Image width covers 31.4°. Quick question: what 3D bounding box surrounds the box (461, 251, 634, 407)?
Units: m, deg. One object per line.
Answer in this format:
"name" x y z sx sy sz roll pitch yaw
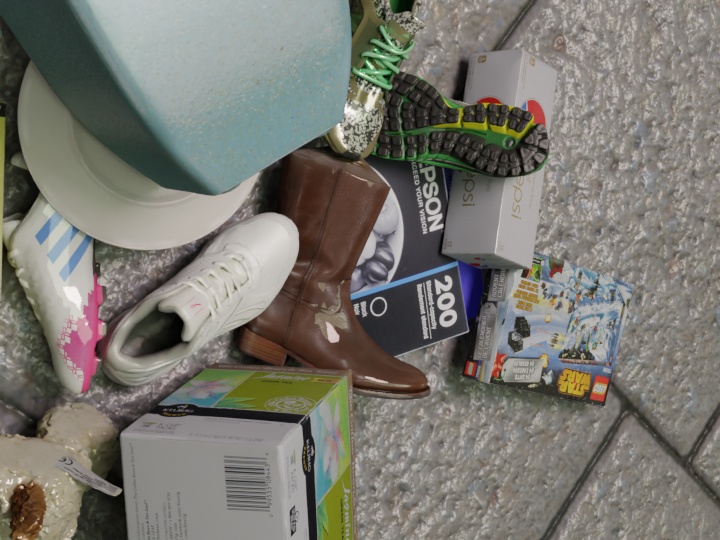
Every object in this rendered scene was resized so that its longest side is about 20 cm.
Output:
"box" 0.194 0.059 1.303 0.200 0.040 0.137 16 87 -44

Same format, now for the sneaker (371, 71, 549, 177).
"sneaker" 0.072 -0.120 1.150 0.085 0.200 0.078 29 80 -76

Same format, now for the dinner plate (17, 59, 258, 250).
"dinner plate" -0.163 -0.116 0.995 0.200 0.024 0.200 -1 93 -25

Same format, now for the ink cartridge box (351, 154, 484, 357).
"ink cartridge box" 0.043 -0.023 1.210 0.200 0.043 0.198 -18 106 -31

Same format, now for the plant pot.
"plant pot" -0.117 -0.166 0.903 0.196 0.196 0.200 -33 110 -20

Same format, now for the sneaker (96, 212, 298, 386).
"sneaker" -0.126 0.026 1.044 0.200 0.099 0.078 -42 95 -8

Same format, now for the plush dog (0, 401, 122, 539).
"plush dog" -0.282 0.203 0.982 0.200 0.160 0.172 7 119 -32

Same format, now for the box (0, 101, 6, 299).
"box" -0.312 -0.030 0.970 0.075 0.050 0.200 -2 98 -33

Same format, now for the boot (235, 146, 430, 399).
"boot" 0.000 0.000 1.117 0.186 0.064 0.200 17 100 -5

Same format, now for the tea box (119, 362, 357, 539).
"tea box" -0.090 0.197 1.042 0.197 0.133 0.200 -43 133 -70

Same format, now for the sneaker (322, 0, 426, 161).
"sneaker" 0.015 -0.191 1.077 0.077 0.089 0.200 16 80 -31

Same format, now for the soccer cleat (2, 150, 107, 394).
"soccer cleat" -0.246 -0.002 1.016 0.086 0.070 0.200 1 94 -18

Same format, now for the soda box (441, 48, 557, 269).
"soda box" 0.133 -0.105 1.217 0.068 0.064 0.200 19 76 -49
